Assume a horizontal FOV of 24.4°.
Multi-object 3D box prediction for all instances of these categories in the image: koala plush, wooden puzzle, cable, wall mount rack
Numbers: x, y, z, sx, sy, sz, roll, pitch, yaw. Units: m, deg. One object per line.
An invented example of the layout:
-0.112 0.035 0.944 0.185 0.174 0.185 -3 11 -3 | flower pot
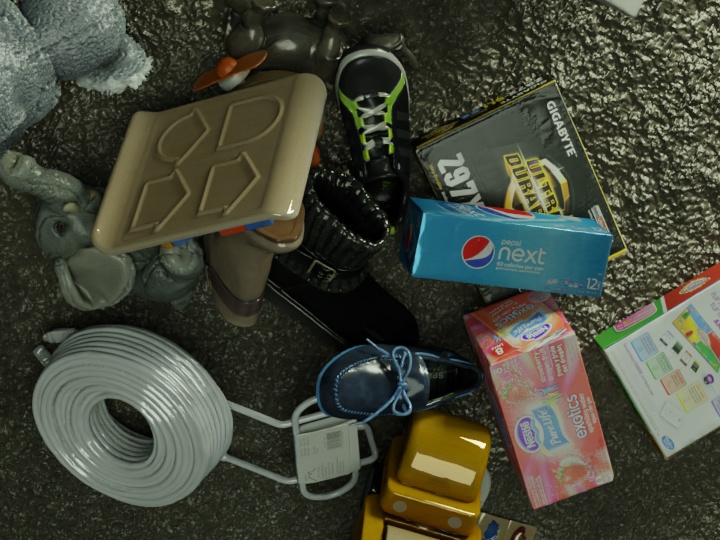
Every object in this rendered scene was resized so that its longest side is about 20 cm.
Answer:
-0.305 -0.208 1.553 0.200 0.184 0.178 -25 108 -13 | koala plush
-0.133 -0.091 1.527 0.199 0.186 0.046 -8 135 21 | wooden puzzle
-0.229 0.144 1.662 0.200 0.069 0.200 -13 115 31 | cable
-0.070 0.164 1.704 0.173 0.075 0.200 -13 143 -8 | wall mount rack

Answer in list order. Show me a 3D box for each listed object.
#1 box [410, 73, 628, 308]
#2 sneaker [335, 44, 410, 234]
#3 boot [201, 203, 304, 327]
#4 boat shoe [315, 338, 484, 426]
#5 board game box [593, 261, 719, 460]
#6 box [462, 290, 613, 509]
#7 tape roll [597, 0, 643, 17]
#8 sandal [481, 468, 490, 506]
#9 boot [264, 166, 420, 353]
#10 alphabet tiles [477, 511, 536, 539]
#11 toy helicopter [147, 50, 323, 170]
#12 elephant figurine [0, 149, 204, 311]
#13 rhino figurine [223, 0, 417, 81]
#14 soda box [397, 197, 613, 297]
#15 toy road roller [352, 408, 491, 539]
0.163 -0.076 1.707 0.159 0.049 0.200 -25 108 2 | box
0.023 -0.125 1.628 0.072 0.083 0.200 -13 127 -3 | sneaker
-0.104 -0.013 1.584 0.070 0.200 0.147 -1 118 -18 | boot
0.043 0.102 1.633 0.200 0.069 0.084 -14 103 -45 | boat shoe
0.373 0.087 1.785 0.200 0.040 0.153 -31 107 1 | board game box
0.185 0.132 1.717 0.094 0.103 0.200 -21 123 -2 | box
0.203 -0.344 1.557 0.202 0.203 0.139 25 101 -14 | tape roll
0.051 0.270 1.784 0.203 0.050 0.082 -42 91 -8 | sandal
-0.001 0.001 1.651 0.211 0.080 0.158 30 134 -14 | boot
0.104 0.339 1.837 0.199 0.006 0.167 18 102 -12 | alphabet tiles
-0.135 -0.151 1.625 0.199 0.079 0.133 -8 128 10 | toy helicopter
-0.256 -0.036 1.620 0.199 0.141 0.156 0 91 -14 | elephant figurine
-0.039 -0.223 1.628 0.199 0.060 0.088 12 132 -12 | rhino figurine
0.144 -0.023 1.656 0.199 0.064 0.068 6 106 -14 | soda box
0.068 0.229 1.664 0.123 0.200 0.146 16 118 -4 | toy road roller
